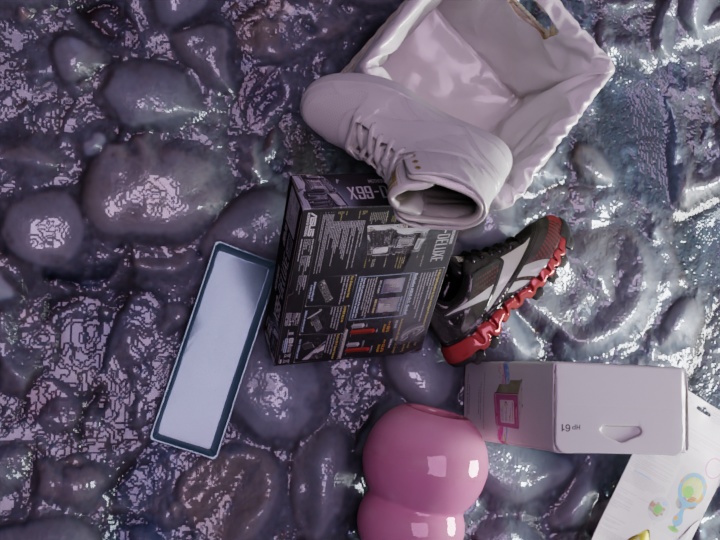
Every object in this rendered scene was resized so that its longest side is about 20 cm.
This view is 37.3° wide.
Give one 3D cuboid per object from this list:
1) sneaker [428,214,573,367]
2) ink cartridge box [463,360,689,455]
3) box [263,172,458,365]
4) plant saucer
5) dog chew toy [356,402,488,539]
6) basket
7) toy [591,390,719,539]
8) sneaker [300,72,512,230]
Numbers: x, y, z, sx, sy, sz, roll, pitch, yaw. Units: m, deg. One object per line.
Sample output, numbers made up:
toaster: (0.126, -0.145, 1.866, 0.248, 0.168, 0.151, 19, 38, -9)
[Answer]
sneaker: (0.138, 0.002, 1.108, 0.200, 0.071, 0.098, -46, 103, -15)
ink cartridge box: (0.207, 0.133, 1.054, 0.143, 0.200, 0.085, 4, 85, -19)
box: (0.000, 0.000, 1.006, 0.156, 0.201, 0.050, -4, 44, -19)
plant saucer: (-0.142, 0.076, 1.036, 0.069, 0.019, 0.201, 20, 81, -16)
dog chew toy: (0.052, 0.235, 1.042, 0.124, 0.124, 0.202, 12, 90, -17)
basket: (0.101, -0.184, 1.061, 0.198, 0.161, 0.200, 42, 74, -11)
toy: (0.327, 0.232, 1.170, 0.115, 0.047, 0.201, 30, 81, -18)
sneaker: (0.028, -0.102, 0.919, 0.199, 0.074, 0.116, 20, 36, 7)
